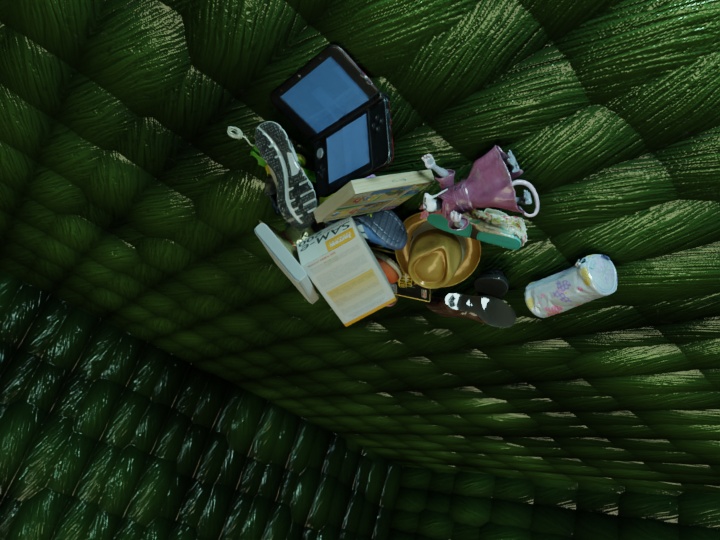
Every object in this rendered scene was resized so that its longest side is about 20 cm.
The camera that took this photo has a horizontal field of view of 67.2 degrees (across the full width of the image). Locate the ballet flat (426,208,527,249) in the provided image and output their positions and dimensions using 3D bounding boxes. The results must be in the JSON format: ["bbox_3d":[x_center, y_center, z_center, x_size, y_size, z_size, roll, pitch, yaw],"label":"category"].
[{"bbox_3d":[0.224,-0.095,1.041,0.197,0.065,0.076,19,152,5],"label":"ballet flat"}]

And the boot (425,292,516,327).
[{"bbox_3d":[0.265,0.099,1.336,0.184,0.065,0.200,19,169,-2],"label":"boot"}]

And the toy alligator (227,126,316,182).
[{"bbox_3d":[-0.175,-0.216,1.065,0.198,0.060,0.054,27,146,-15],"label":"toy alligator"}]

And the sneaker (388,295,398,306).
[{"bbox_3d":[-0.001,0.051,1.446,0.197,0.080,0.095,23,164,-5],"label":"sneaker"}]

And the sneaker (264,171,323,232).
[{"bbox_3d":[-0.147,-0.140,1.166,0.073,0.082,0.200,-2,146,34],"label":"sneaker"}]

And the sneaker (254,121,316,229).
[{"bbox_3d":[-0.130,-0.176,1.000,0.073,0.080,0.203,-18,103,3],"label":"sneaker"}]

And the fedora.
[{"bbox_3d":[0.154,-0.026,1.128,0.197,0.082,0.203,11,130,13],"label":"fedora"}]

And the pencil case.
[{"bbox_3d":[0.432,0.035,1.127,0.089,0.084,0.200,19,154,-16],"label":"pencil case"}]

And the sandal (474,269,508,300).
[{"bbox_3d":[0.302,0.032,1.252,0.074,0.049,0.201,13,165,13],"label":"sandal"}]

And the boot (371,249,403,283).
[{"bbox_3d":[0.000,0.000,1.191,0.198,0.109,0.075,26,164,-22],"label":"boot"}]

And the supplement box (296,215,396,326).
[{"bbox_3d":[-0.025,0.005,1.082,0.125,0.074,0.201,-27,132,6],"label":"supplement box"}]

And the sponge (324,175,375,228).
[{"bbox_3d":[-0.025,-0.141,1.146,0.110,0.030,0.201,13,151,7],"label":"sponge"}]

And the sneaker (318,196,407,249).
[{"bbox_3d":[0.003,-0.096,1.104,0.198,0.075,0.082,28,147,-3],"label":"sneaker"}]

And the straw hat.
[{"bbox_3d":[-0.126,-0.060,1.147,0.201,0.085,0.201,48,171,9],"label":"straw hat"}]

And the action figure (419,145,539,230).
[{"bbox_3d":[0.191,-0.139,0.952,0.198,0.136,0.148,-18,163,36],"label":"action figure"}]

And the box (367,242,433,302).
[{"bbox_3d":[0.098,-0.004,1.301,0.157,0.050,0.201,14,152,13],"label":"box"}]

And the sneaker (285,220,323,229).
[{"bbox_3d":[-0.116,-0.053,1.307,0.076,0.081,0.200,-1,146,32],"label":"sneaker"}]

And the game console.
[{"bbox_3d":[-0.054,-0.237,0.905,0.117,0.176,0.199,5,166,-40],"label":"game console"}]

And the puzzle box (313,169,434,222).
[{"bbox_3d":[0.025,-0.136,0.989,0.198,0.026,0.133,-16,172,-38],"label":"puzzle box"}]

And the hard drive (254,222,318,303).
[{"bbox_3d":[-0.141,-0.008,1.070,0.132,0.027,0.200,48,171,13],"label":"hard drive"}]
